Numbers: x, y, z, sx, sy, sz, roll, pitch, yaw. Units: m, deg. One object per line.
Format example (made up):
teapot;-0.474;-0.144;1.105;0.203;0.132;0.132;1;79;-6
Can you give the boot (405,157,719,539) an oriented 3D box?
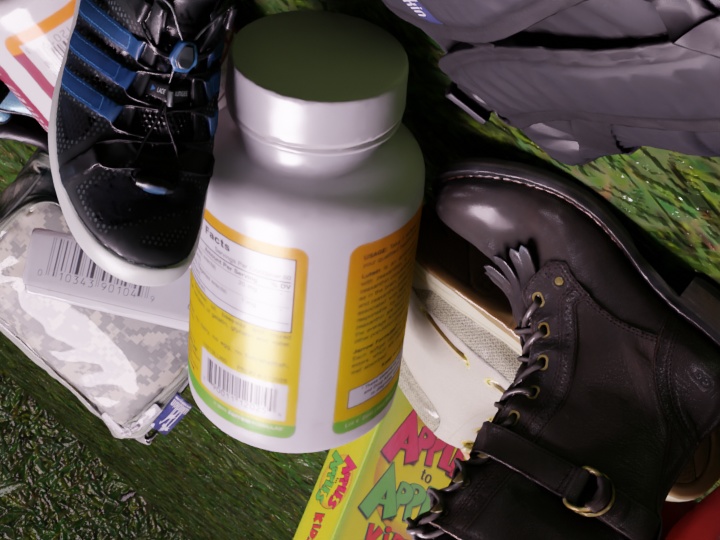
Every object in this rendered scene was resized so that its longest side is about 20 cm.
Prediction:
boot;0.077;0.057;0.729;0.200;0.174;0.069;34;163;15

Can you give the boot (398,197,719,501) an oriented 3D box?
boot;0.095;0.064;0.850;0.200;0.072;0.155;42;154;13

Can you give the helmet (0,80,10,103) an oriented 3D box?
helmet;-0.307;-0.150;0.933;0.190;0.200;0.200;3;143;39

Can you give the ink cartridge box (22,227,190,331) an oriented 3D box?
ink cartridge box;-0.104;0.017;0.984;0.197;0.044;0.200;13;176;-9

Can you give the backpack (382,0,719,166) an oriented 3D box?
backpack;0.078;-0.102;0.414;0.163;0.154;0.200;46;-177;-15

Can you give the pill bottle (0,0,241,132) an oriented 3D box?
pill bottle;-0.111;-0.098;0.827;0.114;0.114;0.200;19;154;48

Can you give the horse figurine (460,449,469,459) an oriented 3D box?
horse figurine;0.116;0.132;1.020;0.132;0.050;0.200;8;150;27

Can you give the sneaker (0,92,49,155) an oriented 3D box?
sneaker;-0.236;-0.134;1.039;0.200;0.090;0.078;40;163;5

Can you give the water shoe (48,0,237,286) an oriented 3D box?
water shoe;-0.092;-0.096;0.687;0.071;0.201;0.079;4;167;-24

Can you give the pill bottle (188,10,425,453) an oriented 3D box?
pill bottle;-0.027;-0.019;0.773;0.111;0.111;0.201;30;134;27

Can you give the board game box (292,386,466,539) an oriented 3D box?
board game box;0.016;0.170;1.059;0.101;0.201;0.048;26;172;-30

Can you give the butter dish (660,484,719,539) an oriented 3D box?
butter dish;0.226;0.162;0.756;0.199;0.200;0.148;35;120;10

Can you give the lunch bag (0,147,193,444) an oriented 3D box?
lunch bag;-0.180;0.004;1.138;0.200;0.168;0.139;43;163;-14
